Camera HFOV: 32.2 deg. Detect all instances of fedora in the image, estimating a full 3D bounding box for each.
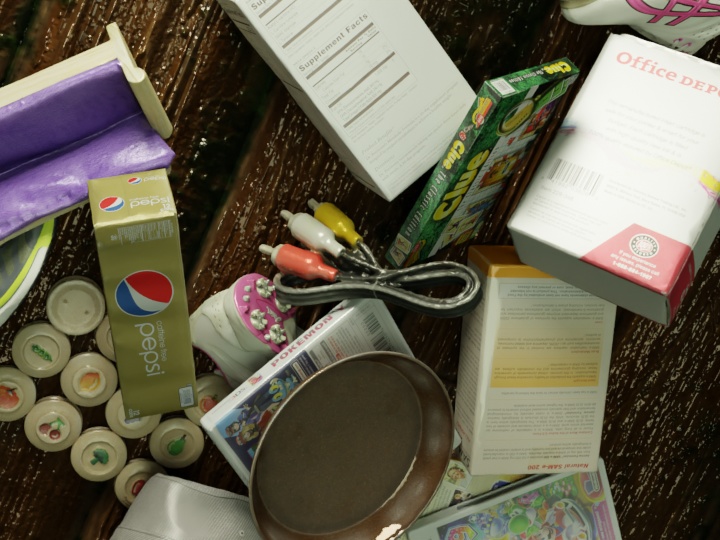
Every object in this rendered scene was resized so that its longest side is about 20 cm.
[{"bbox_3d":[-0.141,0.235,1.090,0.200,0.176,0.091,31,69,-32],"label":"fedora"}]

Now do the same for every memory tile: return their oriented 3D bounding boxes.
[{"bbox_3d":[-0.219,0.111,1.097,0.200,0.017,0.153,39,95,-20],"label":"memory tile"}]

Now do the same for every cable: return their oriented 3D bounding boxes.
[{"bbox_3d":[0.000,0.000,1.017,0.097,0.199,0.050,-47,136,-26],"label":"cable"}]

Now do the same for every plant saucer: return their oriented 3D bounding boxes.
[{"bbox_3d":[-0.011,0.155,1.054,0.199,0.034,0.201,-14,117,-29],"label":"plant saucer"}]

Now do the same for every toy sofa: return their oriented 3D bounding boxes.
[{"bbox_3d":[-0.250,-0.098,0.968,0.199,0.098,0.083,-24,152,-4],"label":"toy sofa"}]

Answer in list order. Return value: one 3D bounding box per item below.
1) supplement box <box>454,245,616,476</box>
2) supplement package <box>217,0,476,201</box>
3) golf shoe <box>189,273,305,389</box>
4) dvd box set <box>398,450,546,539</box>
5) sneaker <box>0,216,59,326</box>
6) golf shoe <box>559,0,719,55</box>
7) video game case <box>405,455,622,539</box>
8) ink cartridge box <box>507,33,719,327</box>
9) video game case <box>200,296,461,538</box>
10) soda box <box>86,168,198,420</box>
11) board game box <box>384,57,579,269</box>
[{"bbox_3d":[0.158,0.082,1.142,0.125,0.074,0.201,1,105,-12],"label":"supplement box"},{"bbox_3d":[-0.008,-0.173,1.004,0.109,0.114,0.200,-40,111,-3],"label":"supplement package"},{"bbox_3d":[-0.072,0.086,1.104,0.091,0.076,0.200,-21,123,28],"label":"golf shoe"},{"bbox_3d":[0.093,0.246,1.201,0.199,0.029,0.147,13,104,-17],"label":"dvd box set"},{"bbox_3d":[-0.316,0.009,1.016,0.081,0.074,0.200,36,94,-16],"label":"sneaker"},{"bbox_3d":[0.268,-0.224,1.075,0.199,0.073,0.093,-9,110,-10],"label":"golf shoe"},{"bbox_3d":[0.153,0.271,1.197,0.199,0.018,0.144,-20,112,-7],"label":"video game case"},{"bbox_3d":[0.234,-0.077,1.039,0.147,0.086,0.201,26,76,24],"label":"ink cartridge box"},{"bbox_3d":[-0.019,0.139,1.078,0.182,0.023,0.200,-39,126,-13],"label":"video game case"},{"bbox_3d":[-0.173,0.021,1.002,0.064,0.068,0.201,-9,128,-12],"label":"soda box"},{"bbox_3d":[0.097,-0.085,1.025,0.104,0.023,0.200,-21,152,-40],"label":"board game box"}]
